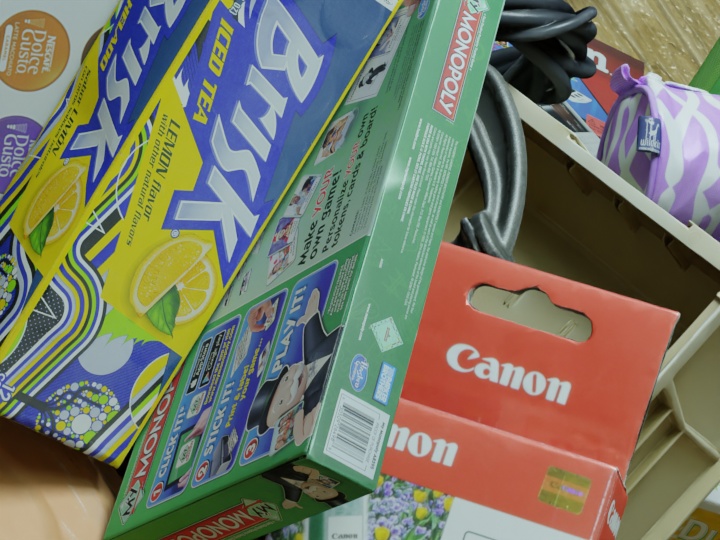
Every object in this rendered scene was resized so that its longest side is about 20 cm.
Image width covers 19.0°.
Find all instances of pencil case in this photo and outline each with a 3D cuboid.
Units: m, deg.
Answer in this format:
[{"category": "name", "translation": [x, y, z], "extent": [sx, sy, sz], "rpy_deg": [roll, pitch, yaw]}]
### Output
[{"category": "pencil case", "translation": [0.211, -0.049, 1.072], "extent": [0.199, 0.084, 0.086], "rpy_deg": [7, 71, -18]}]

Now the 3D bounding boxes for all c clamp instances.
[{"category": "c clamp", "translation": [-0.014, 0.006, 0.831], "extent": [0.027, 0.200, 0.171], "rpy_deg": [45, 15, -46]}]

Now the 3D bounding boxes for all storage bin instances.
[{"category": "storage bin", "translation": [0.041, 0.034, 0.855], "extent": [0.200, 0.199, 0.094], "rpy_deg": [41, -2, 39]}]

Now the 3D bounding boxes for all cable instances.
[{"category": "cable", "translation": [0.010, -0.106, 0.952], "extent": [0.163, 0.199, 0.051], "rpy_deg": [38, 56, -45]}]

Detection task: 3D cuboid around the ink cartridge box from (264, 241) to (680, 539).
[{"category": "ink cartridge box", "translation": [0.029, 0.087, 0.735], "extent": [0.109, 0.050, 0.201], "rpy_deg": [17, 78, 16]}]

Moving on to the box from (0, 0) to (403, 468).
[{"category": "box", "translation": [-0.072, -0.037, 0.770], "extent": [0.070, 0.201, 0.064], "rpy_deg": [30, 3, -35]}]

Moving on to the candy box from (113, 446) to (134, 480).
[{"category": "candy box", "translation": [-0.088, 0.146, 0.796], "extent": [0.116, 0.057, 0.200], "rpy_deg": [-13, 55, -42]}]

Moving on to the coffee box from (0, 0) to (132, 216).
[{"category": "coffee box", "translation": [-0.185, -0.096, 0.842], "extent": [0.197, 0.201, 0.200], "rpy_deg": [5, 18, -29]}]

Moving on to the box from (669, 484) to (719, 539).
[{"category": "box", "translation": [0.157, 0.108, 0.957], "extent": [0.199, 0.113, 0.102], "rpy_deg": [18, 40, -14]}]

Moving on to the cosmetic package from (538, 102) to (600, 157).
[{"category": "cosmetic package", "translation": [0.108, -0.024, 1.116], "extent": [0.082, 0.051, 0.200], "rpy_deg": [-15, 56, -41]}]

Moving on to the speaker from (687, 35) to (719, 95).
[{"category": "speaker", "translation": [0.215, -0.088, 1.148], "extent": [0.088, 0.200, 0.089], "rpy_deg": [18, 38, -15]}]

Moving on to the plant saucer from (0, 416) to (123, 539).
[{"category": "plant saucer", "translation": [-0.161, 0.098, 0.736], "extent": [0.199, 0.032, 0.201], "rpy_deg": [17, 40, -15]}]

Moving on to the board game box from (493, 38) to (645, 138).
[{"category": "board game box", "translation": [0.072, -0.131, 1.255], "extent": [0.199, 0.019, 0.103], "rpy_deg": [24, 36, -8]}]

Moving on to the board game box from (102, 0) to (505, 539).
[{"category": "board game box", "translation": [-0.019, -0.001, 0.756], "extent": [0.029, 0.134, 0.201], "rpy_deg": [30, 57, -22]}]
